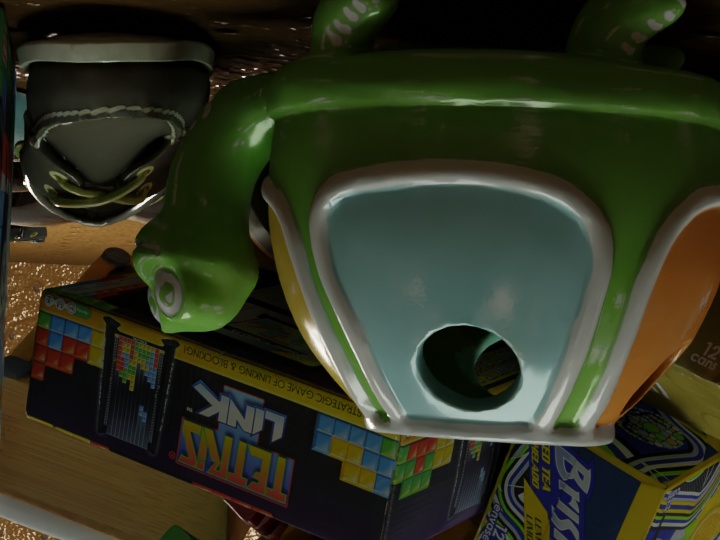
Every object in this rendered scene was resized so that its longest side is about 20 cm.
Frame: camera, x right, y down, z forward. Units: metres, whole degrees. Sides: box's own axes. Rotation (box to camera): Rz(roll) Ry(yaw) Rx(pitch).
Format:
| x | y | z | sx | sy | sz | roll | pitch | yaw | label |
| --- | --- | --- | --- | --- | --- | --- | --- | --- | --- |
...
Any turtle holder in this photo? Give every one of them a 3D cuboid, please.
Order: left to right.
| x | y | z | sx | sy | sz | roll | pitch | yaw | label |
| --- | --- | --- | --- | --- | --- | --- | --- | --- | --- |
| 0.024 | -0.015 | 0.556 | 0.184 | 0.133 | 0.141 | 3 | 178 | -10 | turtle holder |

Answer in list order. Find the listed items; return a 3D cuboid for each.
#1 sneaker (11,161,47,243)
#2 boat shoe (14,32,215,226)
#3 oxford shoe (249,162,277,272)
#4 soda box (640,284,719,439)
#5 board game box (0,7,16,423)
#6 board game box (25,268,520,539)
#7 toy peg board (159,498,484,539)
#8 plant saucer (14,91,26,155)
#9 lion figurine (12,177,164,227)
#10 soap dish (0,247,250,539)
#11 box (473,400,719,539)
| x | y | z | sx | sy | sz | roll | pitch | yaw | label |
| --- | --- | --- | --- | --- | --- | --- | --- | --- | --- |
| -0.240 | -0.044 | 1.081 | 0.106 | 0.075 | 0.200 | -1 | -172 | -11 | sneaker |
| -0.096 | -0.052 | 0.680 | 0.072 | 0.061 | 0.202 | 2 | 178 | -11 | boat shoe |
| -0.046 | -0.025 | 0.722 | 0.071 | 0.072 | 0.200 | -21 | -178 | 5 | oxford shoe |
| 0.085 | -0.003 | 0.662 | 0.200 | 0.064 | 0.068 | 25 | 166 | 44 | soda box |
| -0.149 | 0.015 | 0.657 | 0.036 | 0.201 | 0.151 | 3 | 178 | -9 | board game box |
| -0.006 | 0.042 | 0.718 | 0.165 | 0.057 | 0.200 | 19 | -164 | 29 | board game box |
| 0.020 | 0.131 | 0.790 | 0.200 | 0.199 | 0.098 | 37 | 173 | 42 | toy peg board |
| -0.244 | -0.071 | 0.838 | 0.199 | 0.028 | 0.200 | 2 | 178 | 0 | plant saucer |
| -0.125 | -0.044 | 1.006 | 0.199 | 0.073 | 0.122 | 17 | -166 | 13 | lion figurine |
| -0.114 | 0.069 | 0.960 | 0.156 | 0.082 | 0.200 | 19 | -153 | 5 | soap dish |
| 0.126 | 0.076 | 0.720 | 0.064 | 0.070 | 0.200 | 30 | -157 | 25 | box |
